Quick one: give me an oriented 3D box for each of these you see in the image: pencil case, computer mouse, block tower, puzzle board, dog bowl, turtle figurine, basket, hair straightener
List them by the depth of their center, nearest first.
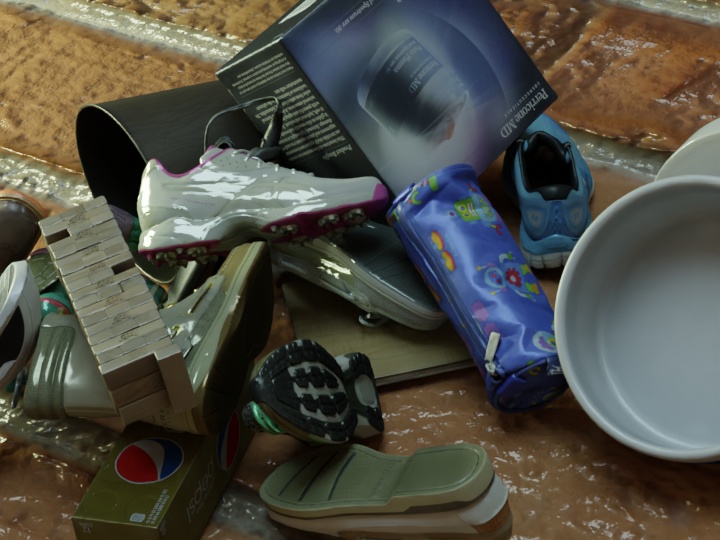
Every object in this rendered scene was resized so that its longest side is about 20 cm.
[{"bbox_3d":[-0.175,0.025,1.415,0.058,0.054,0.200,-23,42,-10],"label":"block tower"},{"bbox_3d":[0.243,0.037,1.423,0.199,0.201,0.079,15,-2,28],"label":"dog bowl"},{"bbox_3d":[-0.282,0.082,1.490,0.044,0.200,0.110,27,23,-20],"label":"computer mouse"},{"bbox_3d":[0.091,0.014,1.516,0.087,0.078,0.200,1,53,-49],"label":"pencil case"},{"bbox_3d":[-0.229,0.022,1.592,0.149,0.101,0.200,-19,24,11],"label":"turtle figurine"},{"bbox_3d":[0.046,0.039,1.610,0.199,0.017,0.151,-11,34,-6],"label":"puzzle board"},{"bbox_3d":[-0.116,-0.051,1.612,0.077,0.201,0.041,23,3,-28],"label":"hair straightener"},{"bbox_3d":[-0.117,-0.098,1.732,0.200,0.136,0.180,-22,57,-28],"label":"basket"}]

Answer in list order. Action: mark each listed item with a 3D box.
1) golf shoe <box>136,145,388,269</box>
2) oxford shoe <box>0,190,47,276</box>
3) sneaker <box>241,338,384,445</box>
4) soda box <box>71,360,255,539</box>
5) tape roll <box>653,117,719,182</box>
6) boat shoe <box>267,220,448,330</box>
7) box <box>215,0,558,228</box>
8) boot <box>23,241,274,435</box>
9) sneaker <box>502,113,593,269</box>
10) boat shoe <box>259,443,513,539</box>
[{"bbox_3d":[-0.080,-0.061,1.565,0.199,0.075,0.092,-10,76,-2],"label":"golf shoe"},{"bbox_3d":[-0.324,0.008,1.615,0.200,0.071,0.073,-38,27,32],"label":"oxford shoe"},{"bbox_3d":[-0.048,0.102,1.443,0.088,0.200,0.077,-21,76,16],"label":"sneaker"},{"bbox_3d":[-0.137,0.139,1.459,0.067,0.064,0.200,5,36,18],"label":"soda box"},{"bbox_3d":[0.308,-0.021,1.489,0.202,0.203,0.037,17,37,29],"label":"tape roll"},{"bbox_3d":[-0.002,0.000,1.615,0.202,0.065,0.074,29,36,34],"label":"boat shoe"},{"bbox_3d":[0.026,-0.155,1.681,0.200,0.199,0.123,-45,15,-30],"label":"box"},{"bbox_3d":[-0.153,0.044,1.483,0.154,0.072,0.200,1,36,16],"label":"boot"},{"bbox_3d":[0.163,-0.086,1.698,0.078,0.090,0.200,-7,33,-1],"label":"sneaker"},{"bbox_3d":[0.015,0.166,1.392,0.200,0.069,0.075,-4,35,41],"label":"boat shoe"}]
